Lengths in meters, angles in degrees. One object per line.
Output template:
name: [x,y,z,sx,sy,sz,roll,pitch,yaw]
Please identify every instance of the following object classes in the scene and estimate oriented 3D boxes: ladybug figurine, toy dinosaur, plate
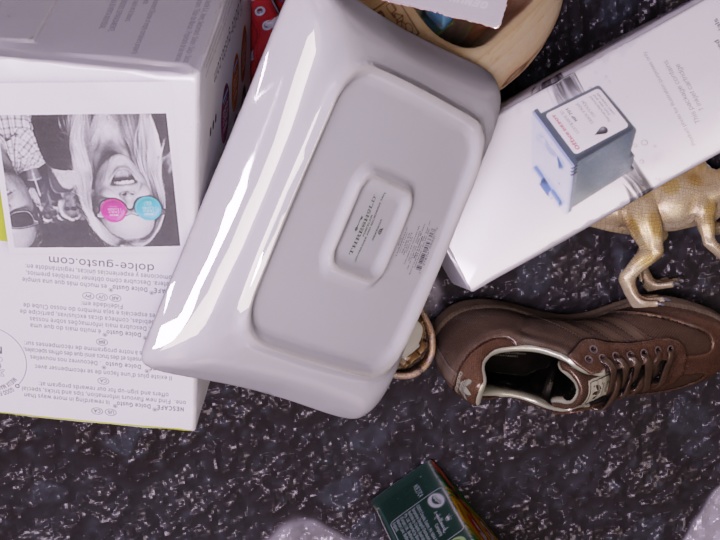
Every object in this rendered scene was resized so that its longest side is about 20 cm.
ladybug figurine: [0.035,-0.155,1.230,0.200,0.072,0.136,-41,103,-40]
toy dinosaur: [0.177,-0.033,1.389,0.199,0.058,0.101,-11,101,0]
plate: [-0.005,-0.026,1.119,0.200,0.032,0.200,20,92,-57]

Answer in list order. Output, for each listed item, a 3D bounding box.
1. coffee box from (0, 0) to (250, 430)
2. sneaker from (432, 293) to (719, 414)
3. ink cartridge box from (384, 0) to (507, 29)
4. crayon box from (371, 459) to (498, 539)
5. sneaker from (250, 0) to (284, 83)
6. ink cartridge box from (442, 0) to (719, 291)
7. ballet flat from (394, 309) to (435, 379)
coffee box: [-0.165,-0.056,1.153,0.199,0.200,0.198,4,118,4]
sneaker: [0.143,0.063,1.397,0.199,0.076,0.071,0,126,-13]
ink cartridge box: [0.033,-0.224,1.154,0.161,0.050,0.201,15,79,17]
crayon box: [0.094,0.227,1.438,0.051,0.127,0.200,-36,120,3]
sneaker: [-0.027,-0.131,1.264,0.199,0.071,0.113,-4,119,-12]
ink cartridge box: [0.123,-0.072,1.282,0.200,0.146,0.086,-31,92,0]
ballet flat: [0.000,0.000,1.298,0.068,0.067,0.200,-38,142,-1]
